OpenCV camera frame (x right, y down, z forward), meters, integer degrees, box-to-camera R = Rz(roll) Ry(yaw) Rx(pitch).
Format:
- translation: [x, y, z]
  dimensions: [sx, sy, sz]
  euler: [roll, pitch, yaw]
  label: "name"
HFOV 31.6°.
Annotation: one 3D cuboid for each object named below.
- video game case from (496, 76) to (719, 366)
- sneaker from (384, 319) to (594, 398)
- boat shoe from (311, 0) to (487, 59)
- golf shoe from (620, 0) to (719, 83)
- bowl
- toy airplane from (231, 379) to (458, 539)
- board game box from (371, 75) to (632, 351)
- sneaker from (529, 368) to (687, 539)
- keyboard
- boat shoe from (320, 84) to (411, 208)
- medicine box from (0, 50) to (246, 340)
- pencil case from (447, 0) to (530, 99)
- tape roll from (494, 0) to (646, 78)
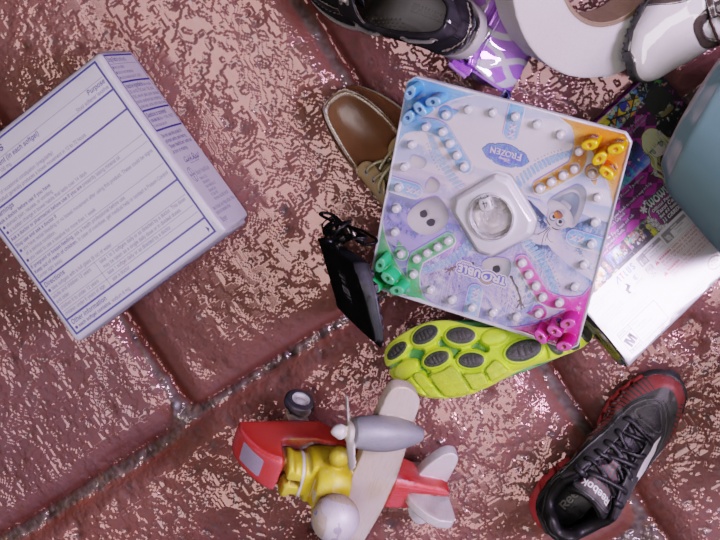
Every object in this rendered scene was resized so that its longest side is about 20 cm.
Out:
- translation: [0.248, -0.048, 1.140]
  dimensions: [0.200, 0.036, 0.181]
  euler: [-43, 94, -7]
  label: "video game case"
- translation: [0.121, 0.073, 1.182]
  dimensions: [0.198, 0.084, 0.075]
  euler: [-13, 81, -1]
  label: "sneaker"
- translation: [0.017, -0.238, 1.114]
  dimensions: [0.199, 0.060, 0.074]
  euler: [32, 102, 32]
  label: "boat shoe"
- translation: [0.313, -0.223, 1.077]
  dimensions: [0.200, 0.095, 0.078]
  euler: [-40, 131, 3]
  label: "golf shoe"
- translation: [0.323, -0.110, 1.055]
  dimensions: [0.105, 0.201, 0.202]
  euler: [32, 103, 16]
  label: "bowl"
- translation: [-0.004, 0.207, 1.198]
  dimensions: [0.198, 0.141, 0.201]
  euler: [-19, 115, 21]
  label: "toy airplane"
- translation: [0.113, -0.046, 1.098]
  dimensions: [0.198, 0.026, 0.202]
  euler: [17, 113, 15]
  label: "board game box"
- translation: [0.234, 0.179, 1.186]
  dimensions: [0.071, 0.098, 0.201]
  euler: [39, 102, 1]
  label: "sneaker"
- translation: [0.000, 0.000, 1.136]
  dimensions: [0.039, 0.200, 0.105]
  euler: [-17, 101, -9]
  label: "keyboard"
- translation: [0.042, -0.087, 1.172]
  dimensions: [0.076, 0.074, 0.200]
  euler: [-42, 93, 12]
  label: "boat shoe"
- translation: [-0.241, -0.073, 1.196]
  dimensions: [0.182, 0.103, 0.201]
  euler: [-35, 94, 12]
  label: "medicine box"
- translation: [0.139, -0.255, 1.121]
  dimensions: [0.084, 0.085, 0.201]
  euler: [32, 102, 25]
  label: "pencil case"
- translation: [0.204, -0.263, 1.080]
  dimensions: [0.201, 0.037, 0.205]
  euler: [-13, 120, -23]
  label: "tape roll"
